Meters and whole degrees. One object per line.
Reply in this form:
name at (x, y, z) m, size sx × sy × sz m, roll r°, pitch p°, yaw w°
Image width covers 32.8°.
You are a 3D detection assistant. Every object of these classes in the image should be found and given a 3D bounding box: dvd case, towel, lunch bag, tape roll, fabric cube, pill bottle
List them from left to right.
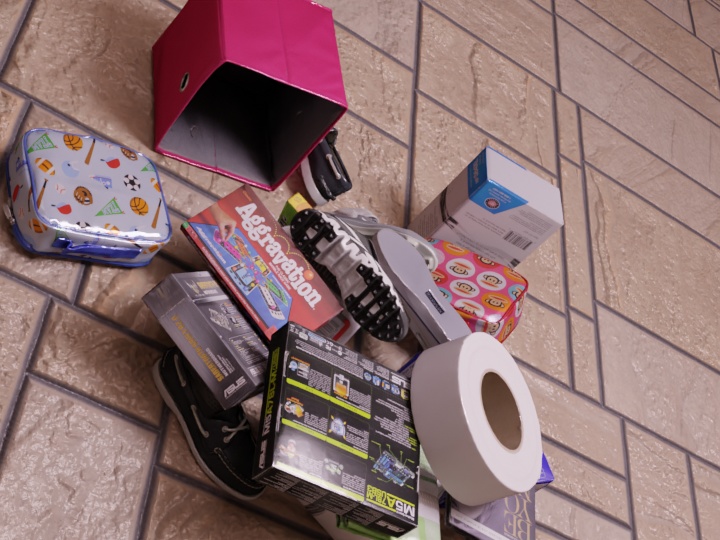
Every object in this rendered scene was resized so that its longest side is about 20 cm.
lunch bag at (-0.329, -0.081, 1.467) m, size 0.200 × 0.076 × 0.161 m, roll 7°, pitch 55°, yaw -40°
fabric cube at (-0.158, -0.266, 1.685) m, size 0.200 × 0.196 × 0.200 m, roll 17°, pitch 48°, yaw -32°
pill bottle at (-0.089, 0.016, 1.574) m, size 0.200 × 0.114 × 0.114 m, roll 43°, pitch 39°, yaw -5°
towel at (0.036, 0.227, 1.441) m, size 0.149 × 0.031 × 0.200 m, roll 21°, pitch 46°, yaw -27°
lunch bag at (0.123, 0.038, 1.723) m, size 0.200 × 0.082 × 0.176 m, roll 23°, pitch 33°, yaw 18°
tape roll at (0.143, 0.180, 1.483) m, size 0.202 × 0.071 × 0.203 m, roll 40°, pitch 38°, yaw -42°
dvd case at (0.168, 0.262, 1.554) m, size 0.149 × 0.016 × 0.200 m, roll 33°, pitch 43°, yaw -27°

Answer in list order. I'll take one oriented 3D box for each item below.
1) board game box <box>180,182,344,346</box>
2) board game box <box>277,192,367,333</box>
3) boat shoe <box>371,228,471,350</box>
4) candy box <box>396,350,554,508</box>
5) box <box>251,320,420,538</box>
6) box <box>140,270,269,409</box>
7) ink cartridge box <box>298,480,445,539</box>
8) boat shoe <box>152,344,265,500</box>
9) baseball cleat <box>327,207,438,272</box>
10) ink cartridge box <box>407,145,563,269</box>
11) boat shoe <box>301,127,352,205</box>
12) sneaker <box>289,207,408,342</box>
board game box at (-0.120, -0.002, 1.494) m, size 0.103 × 0.019 × 0.200 m, roll -35°, pitch 83°, yaw -24°
board game box at (-0.036, -0.007, 1.649) m, size 0.030 × 0.096 × 0.200 m, roll -36°, pitch 81°, yaw -26°
boat shoe at (0.067, 0.040, 1.620) m, size 0.200 × 0.070 × 0.071 m, roll 53°, pitch 38°, yaw 8°
candy box at (0.151, 0.212, 1.660) m, size 0.169 × 0.077 × 0.200 m, roll 4°, pitch 57°, yaw -41°
box at (-0.020, 0.178, 1.378) m, size 0.200 × 0.047 × 0.194 m, roll 27°, pitch 48°, yaw -27°
box at (-0.161, 0.076, 1.436) m, size 0.158 × 0.048 × 0.200 m, roll 51°, pitch 8°, yaw 5°
ink cartridge box at (-0.009, 0.235, 1.484) m, size 0.200 × 0.086 × 0.146 m, roll 49°, pitch 38°, yaw 0°
boat shoe at (-0.166, 0.171, 1.412) m, size 0.200 × 0.060 × 0.076 m, roll 51°, pitch 39°, yaw 5°
baseball cleat at (0.025, -0.051, 1.714) m, size 0.200 × 0.070 × 0.106 m, roll 17°, pitch 29°, yaw 16°
ink cartridge box at (0.182, -0.067, 1.830) m, size 0.146 × 0.200 × 0.084 m, roll 28°, pitch 40°, yaw -23°
boat shoe at (-0.059, -0.190, 1.795) m, size 0.076 × 0.060 × 0.200 m, roll 33°, pitch 37°, yaw -63°
sneaker at (0.000, 0.000, 1.521) m, size 0.200 × 0.066 × 0.090 m, roll 50°, pitch 23°, yaw 8°
